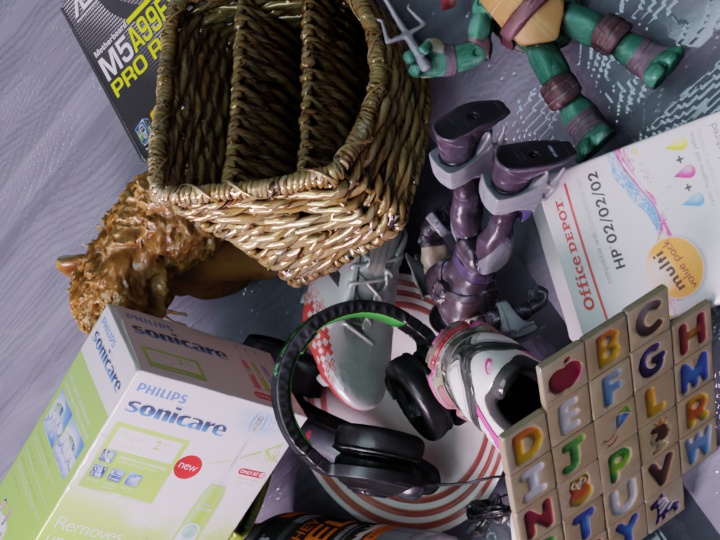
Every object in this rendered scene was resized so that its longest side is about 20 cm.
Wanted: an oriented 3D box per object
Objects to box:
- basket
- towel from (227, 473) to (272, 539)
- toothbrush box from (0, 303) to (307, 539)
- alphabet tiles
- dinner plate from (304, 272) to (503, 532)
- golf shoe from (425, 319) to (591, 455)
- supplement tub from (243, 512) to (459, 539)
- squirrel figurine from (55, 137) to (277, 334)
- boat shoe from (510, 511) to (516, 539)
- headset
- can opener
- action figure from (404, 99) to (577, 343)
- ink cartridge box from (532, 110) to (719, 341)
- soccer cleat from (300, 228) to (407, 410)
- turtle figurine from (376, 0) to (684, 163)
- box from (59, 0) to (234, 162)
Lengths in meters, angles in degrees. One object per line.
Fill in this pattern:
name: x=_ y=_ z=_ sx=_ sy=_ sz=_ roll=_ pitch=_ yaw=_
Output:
basket: x=-0.045 y=-0.117 z=1.062 sx=0.142 sy=0.149 sz=0.201 roll=-27 pitch=45 yaw=35
towel: x=-0.142 y=0.202 z=1.231 sx=0.023 sy=0.144 sz=0.200 roll=40 pitch=128 yaw=-20
toothbrush box: x=-0.157 y=0.142 z=1.101 sx=0.201 sy=0.145 sz=0.086 roll=-57 pitch=38 yaw=16
alphabet tiles: x=0.161 y=0.108 z=0.962 sx=0.006 sy=0.166 sz=0.201 roll=39 pitch=152 yaw=45
dinner plate: x=0.031 y=0.100 z=1.160 sx=0.199 sy=0.024 sz=0.202 roll=5 pitch=99 yaw=35
golf shoe: x=0.128 y=0.113 z=0.999 sx=0.073 sy=0.200 sz=0.092 roll=-54 pitch=27 yaw=-3
supplement tub: x=-0.016 y=0.247 z=1.146 sx=0.199 sy=0.122 sz=0.123 roll=0 pitch=96 yaw=39
squirrel figurine: x=-0.160 y=-0.013 z=1.171 sx=0.186 sy=0.200 sz=0.142 roll=-29 pitch=86 yaw=22
boat shoe: x=0.172 y=0.240 z=1.043 sx=0.068 sy=0.072 sz=0.201 roll=-28 pitch=87 yaw=26
headset: x=0.027 y=0.109 z=1.067 sx=0.200 sy=0.094 sz=0.124 roll=40 pitch=76 yaw=-4
can opener: x=-0.030 y=0.120 z=1.153 sx=0.199 sy=0.063 sz=0.079 roll=29 pitch=112 yaw=29
action figure: x=0.081 y=-0.016 z=1.034 sx=0.130 sy=0.069 sz=0.201 roll=49 pitch=148 yaw=31
ink cartridge box: x=0.193 y=-0.025 z=1.004 sx=0.199 sy=0.068 sz=0.116 roll=-21 pitch=84 yaw=35
soccer cleat: x=0.000 y=0.000 z=1.112 sx=0.085 sy=0.068 sz=0.201 roll=-31 pitch=54 yaw=45
turtle figurine: x=0.111 y=-0.175 z=1.025 sx=0.200 sy=0.101 sz=0.150 roll=43 pitch=126 yaw=8
box: x=-0.138 y=-0.207 z=1.226 sx=0.200 sy=0.044 sz=0.161 roll=-38 pitch=75 yaw=32
